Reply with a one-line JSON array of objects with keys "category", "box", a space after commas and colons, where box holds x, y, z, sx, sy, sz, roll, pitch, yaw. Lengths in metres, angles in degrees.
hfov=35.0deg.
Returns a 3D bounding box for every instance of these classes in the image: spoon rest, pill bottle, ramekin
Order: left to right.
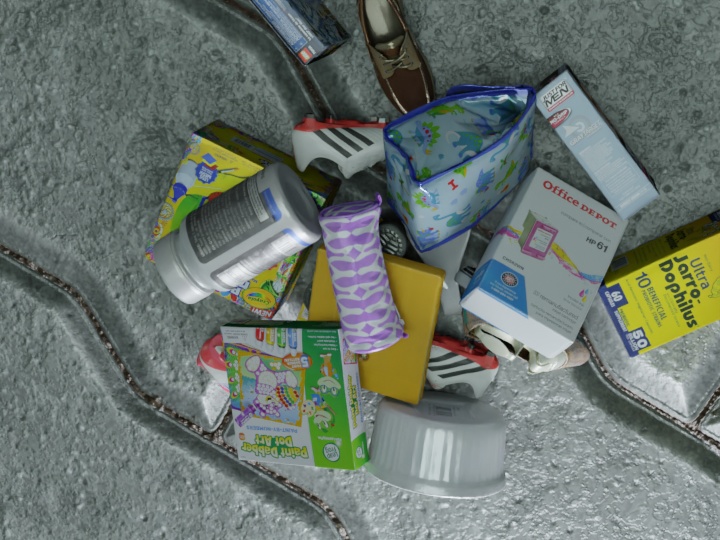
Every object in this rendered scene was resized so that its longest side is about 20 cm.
[{"category": "pill bottle", "box": [-0.159, -0.044, 1.461, 0.199, 0.114, 0.114, -28, 99, 16]}, {"category": "ramekin", "box": [0.108, 0.235, 1.582, 0.199, 0.200, 0.098, 8, 98, 7]}, {"category": "spoon rest", "box": [0.116, -0.029, 1.577, 0.099, 0.061, 0.201, -10, 104, 11]}]

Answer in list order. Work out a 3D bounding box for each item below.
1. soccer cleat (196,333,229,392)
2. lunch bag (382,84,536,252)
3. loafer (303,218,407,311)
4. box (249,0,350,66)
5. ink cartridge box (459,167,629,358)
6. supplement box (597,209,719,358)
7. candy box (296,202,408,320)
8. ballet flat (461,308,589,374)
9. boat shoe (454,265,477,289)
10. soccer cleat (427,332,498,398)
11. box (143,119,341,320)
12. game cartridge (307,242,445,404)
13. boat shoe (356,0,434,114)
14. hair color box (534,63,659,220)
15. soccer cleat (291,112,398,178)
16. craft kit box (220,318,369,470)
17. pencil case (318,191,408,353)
[{"category": "soccer cleat", "box": [-0.154, 0.172, 1.680, 0.200, 0.067, 0.076, 41, 137, -9]}, {"category": "lunch bag", "box": [0.134, -0.144, 1.466, 0.199, 0.170, 0.128, -25, 63, -9]}, {"category": "loafer", "box": [0.000, 0.000, 1.572, 0.075, 0.070, 0.200, 47, 121, -5]}, {"category": "box", "box": [-0.084, -0.332, 1.453, 0.040, 0.200, 0.137, -38, 96, 16]}, {"category": "ink cartridge box", "box": [0.241, -0.012, 1.494, 0.144, 0.085, 0.201, 30, 66, -1]}, {"category": "supplement box", "box": [0.422, 0.015, 1.514, 0.199, 0.110, 0.109, -26, 100, 14]}, {"category": "candy box", "box": [-0.014, 0.014, 1.626, 0.102, 0.026, 0.201, 23, 107, -1]}, {"category": "ballet flat", "box": [0.225, 0.103, 1.573, 0.199, 0.067, 0.068, 23, 134, -9]}, {"category": "boat shoe", "box": [0.222, 0.026, 1.558, 0.199, 0.069, 0.057, 20, 99, -19]}, {"category": "soccer cleat", "box": [0.095, 0.120, 1.607, 0.199, 0.069, 0.086, 17, 109, -4]}, {"category": "box", "box": [-0.161, -0.072, 1.578, 0.199, 0.122, 0.193, 25, 108, 2]}, {"category": "game cartridge", "box": [0.015, 0.068, 1.542, 0.175, 0.032, 0.201, 16, 116, 13]}, {"category": "boat shoe", "box": [0.041, -0.290, 1.511, 0.075, 0.072, 0.201, -22, 100, 14]}, {"category": "hair color box", "box": [0.305, -0.170, 1.488, 0.061, 0.099, 0.200, -37, 97, 17]}, {"category": "soccer cleat", "box": [0.006, -0.165, 1.541, 0.199, 0.069, 0.086, 3, 101, -6]}, {"category": "craft kit box", "box": [-0.092, 0.168, 1.570, 0.199, 0.048, 0.199, -1, 104, 31]}, {"category": "pencil case", "box": [0.004, 0.008, 1.457, 0.085, 0.084, 0.201, -13, 109, -3]}]
